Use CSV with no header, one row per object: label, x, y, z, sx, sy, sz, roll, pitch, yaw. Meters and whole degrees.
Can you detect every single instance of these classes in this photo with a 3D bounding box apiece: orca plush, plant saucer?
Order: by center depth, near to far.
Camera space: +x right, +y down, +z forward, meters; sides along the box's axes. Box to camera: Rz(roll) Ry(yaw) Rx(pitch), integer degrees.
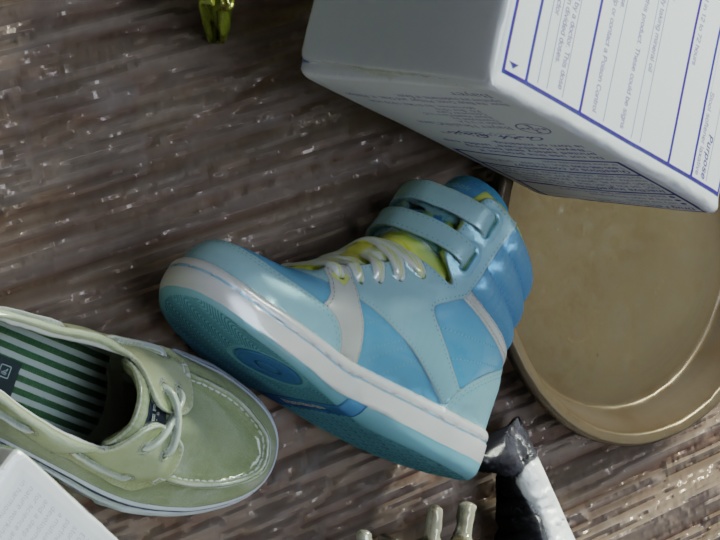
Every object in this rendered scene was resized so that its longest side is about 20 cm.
orca plush,0.084,0.175,1.223,0.071,0.105,0.201,-24,107,1
plant saucer,0.131,-0.015,1.275,0.199,0.029,0.201,-4,96,-39

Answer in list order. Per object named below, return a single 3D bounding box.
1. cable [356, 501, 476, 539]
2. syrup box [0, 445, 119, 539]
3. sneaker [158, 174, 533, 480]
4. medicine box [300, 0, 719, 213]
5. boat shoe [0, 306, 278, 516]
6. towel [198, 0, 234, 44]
cable,0.018,0.207,1.179,0.097,0.050,0.201,-9,97,-38
syrup box,-0.117,0.157,1.047,0.200,0.079,0.082,48,63,-31
sneaker,0.000,0.000,1.137,0.200,0.079,0.131,35,73,-46
medicine box,0.087,-0.140,1.123,0.200,0.103,0.183,23,77,-52
boat shoe,-0.105,0.060,1.061,0.199,0.062,0.072,19,81,-40
towel,-0.040,-0.199,1.093,0.018,0.086,0.201,11,85,2
